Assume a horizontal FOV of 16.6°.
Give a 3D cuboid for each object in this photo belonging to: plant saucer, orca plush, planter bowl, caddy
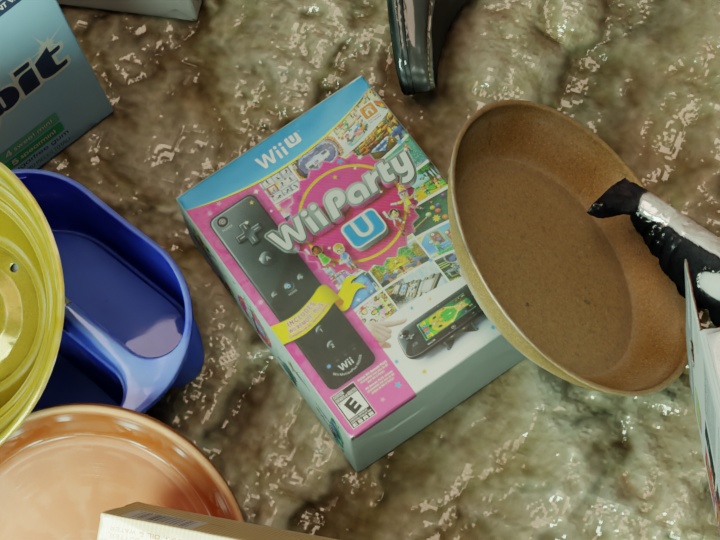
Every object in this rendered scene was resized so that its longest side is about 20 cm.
[{"bbox_3d":[-0.163,0.178,1.464,0.199,0.032,0.201,0,95,-1],"label":"plant saucer"},{"bbox_3d":[0.216,0.024,1.476,0.200,0.105,0.071,35,94,9],"label":"orca plush"},{"bbox_3d":[0.119,-0.008,1.484,0.035,0.200,0.201,-37,57,39],"label":"plant saucer"},{"bbox_3d":[-0.246,0.024,1.457,0.200,0.083,0.201,-2,86,21],"label":"planter bowl"},{"bbox_3d":[-0.190,0.026,1.533,0.200,0.105,0.141,36,75,21],"label":"caddy"}]

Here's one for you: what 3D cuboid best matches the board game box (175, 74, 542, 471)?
[{"bbox_3d":[0.000,0.000,1.540,0.147,0.064,0.200,-34,66,-8],"label":"board game box"}]

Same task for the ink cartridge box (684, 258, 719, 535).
[{"bbox_3d":[0.238,0.099,1.381,0.084,0.200,0.176,-12,66,3],"label":"ink cartridge box"}]

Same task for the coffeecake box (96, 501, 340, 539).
[{"bbox_3d":[-0.081,0.245,1.400,0.153,0.073,0.201,9,92,12],"label":"coffeecake box"}]

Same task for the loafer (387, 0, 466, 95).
[{"bbox_3d":[0.057,-0.207,1.619,0.072,0.073,0.201,4,68,6],"label":"loafer"}]

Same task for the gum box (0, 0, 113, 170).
[{"bbox_3d":[-0.256,-0.109,1.552,0.170,0.200,0.045,-38,66,-8],"label":"gum box"}]

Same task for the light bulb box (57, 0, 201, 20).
[{"bbox_3d":[-0.157,-0.303,1.623,0.124,0.198,0.201,8,67,10],"label":"light bulb box"}]
